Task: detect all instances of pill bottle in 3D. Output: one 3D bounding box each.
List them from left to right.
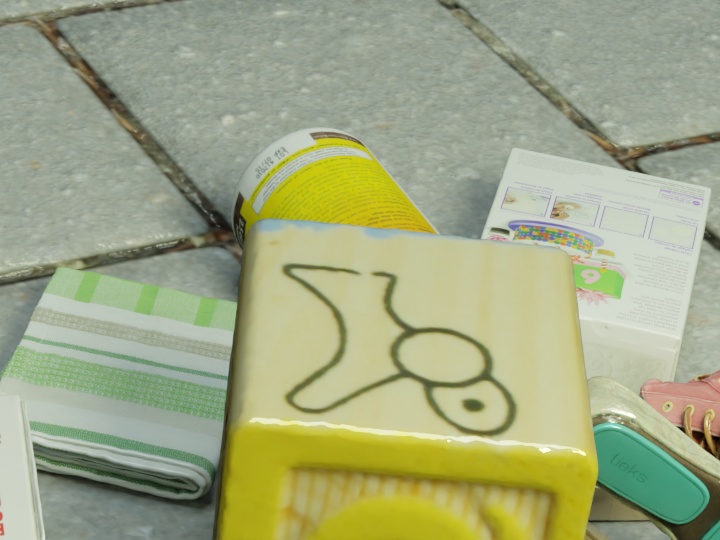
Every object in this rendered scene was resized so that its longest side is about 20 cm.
[{"bbox_3d":[0.000,0.000,1.694,0.109,0.110,0.200,-8,35,-24],"label":"pill bottle"}]

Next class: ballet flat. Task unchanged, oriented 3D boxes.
[{"bbox_3d":[0.196,0.128,1.503,0.200,0.067,0.062,42,24,-17],"label":"ballet flat"}]

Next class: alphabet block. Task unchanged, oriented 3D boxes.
[{"bbox_3d":[0.018,0.110,1.446,0.194,0.197,0.200,5,32,-2],"label":"alphabet block"}]

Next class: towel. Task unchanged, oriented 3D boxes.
[{"bbox_3d":[-0.144,0.069,1.640,0.148,0.031,0.200,13,30,3],"label":"towel"}]

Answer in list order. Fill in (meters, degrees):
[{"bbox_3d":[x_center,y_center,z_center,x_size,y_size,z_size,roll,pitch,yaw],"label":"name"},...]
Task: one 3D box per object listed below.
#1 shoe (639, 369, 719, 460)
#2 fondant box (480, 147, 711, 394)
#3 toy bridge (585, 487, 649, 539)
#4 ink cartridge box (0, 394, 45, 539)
[{"bbox_3d":[0.221,0.104,1.578,0.090,0.072,0.200,-11,13,-1],"label":"shoe"},{"bbox_3d":[0.151,0.001,1.775,0.143,0.059,0.200,12,32,7],"label":"fondant box"},{"bbox_3d":[0.146,0.134,1.591,0.067,0.027,0.200,0,33,-11],"label":"toy bridge"},{"bbox_3d":[-0.277,0.142,1.436,0.199,0.083,0.147,-1,34,-12],"label":"ink cartridge box"}]
